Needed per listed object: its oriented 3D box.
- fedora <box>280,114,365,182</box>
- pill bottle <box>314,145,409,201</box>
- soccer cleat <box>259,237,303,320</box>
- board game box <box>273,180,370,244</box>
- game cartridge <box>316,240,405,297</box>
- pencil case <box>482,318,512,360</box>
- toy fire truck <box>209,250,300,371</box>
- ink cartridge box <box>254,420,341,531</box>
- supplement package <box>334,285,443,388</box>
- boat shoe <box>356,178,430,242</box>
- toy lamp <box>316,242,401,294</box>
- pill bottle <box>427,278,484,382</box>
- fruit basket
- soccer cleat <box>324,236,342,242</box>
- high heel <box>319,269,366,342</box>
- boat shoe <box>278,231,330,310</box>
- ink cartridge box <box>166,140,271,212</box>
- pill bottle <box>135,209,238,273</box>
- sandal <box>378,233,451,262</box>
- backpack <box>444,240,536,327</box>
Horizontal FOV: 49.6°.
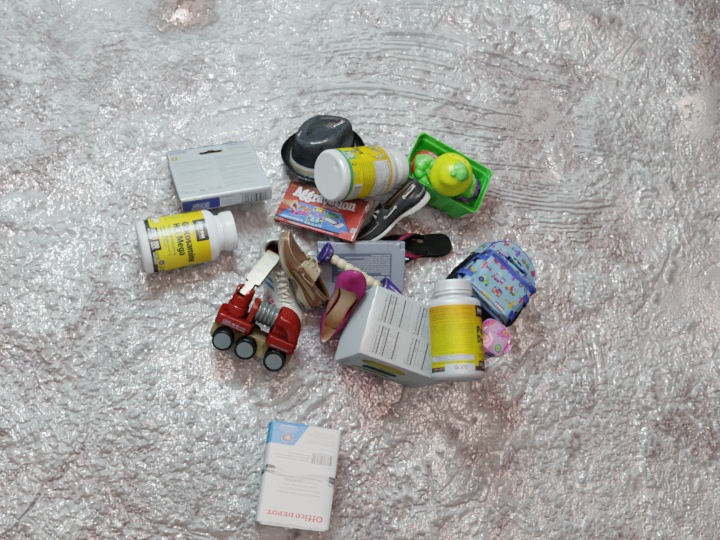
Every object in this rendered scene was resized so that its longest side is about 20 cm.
[{"bbox_3d":[-0.082,-0.292,1.771,0.200,0.092,0.201,2,55,-3],"label":"fedora"},{"bbox_3d":[0.008,-0.217,1.713,0.200,0.113,0.113,-12,77,-38],"label":"pill bottle"},{"bbox_3d":[-0.174,0.023,1.687,0.070,0.086,0.200,-17,79,-18],"label":"soccer cleat"},{"bbox_3d":[-0.087,-0.132,1.739,0.200,0.019,0.103,17,71,21],"label":"board game box"},{"bbox_3d":[0.000,0.000,1.737,0.200,0.041,0.133,0,96,-13],"label":"game cartridge"},{"bbox_3d":[0.252,0.166,1.690,0.087,0.200,0.088,5,72,-17],"label":"pencil case"},{"bbox_3d":[-0.197,0.078,1.622,0.176,0.129,0.200,23,107,-6],"label":"toy fire truck"},{"bbox_3d":[-0.128,0.418,1.586,0.146,0.086,0.200,11,73,-10],"label":"ink cartridge box"},{"bbox_3d":[0.076,0.147,1.665,0.200,0.152,0.151,22,71,-17],"label":"supplement package"},{"bbox_3d":[0.062,-0.131,1.763,0.200,0.074,0.060,-35,115,11],"label":"boat shoe"},{"bbox_3d":[0.000,0.013,1.694,0.200,0.058,0.058,30,69,-14],"label":"toy lamp"},{"bbox_3d":[0.192,0.122,1.573,0.109,0.109,0.200,1,78,-14],"label":"pill bottle"},{"bbox_3d":[0.202,-0.225,1.785,0.215,0.216,0.156,28,62,-5],"label":"fruit basket"},{"bbox_3d":[-0.055,-0.128,1.773,0.077,0.069,0.200,2,77,-10],"label":"soccer cleat"},{"bbox_3d":[-0.039,0.077,1.639,0.067,0.200,0.096,21,56,0],"label":"high heel"},{"bbox_3d":[-0.117,-0.004,1.647,0.072,0.200,0.076,-12,39,13],"label":"boat shoe"},{"bbox_3d":[-0.314,-0.209,1.717,0.196,0.043,0.200,-11,40,-16],"label":"ink cartridge box"},{"bbox_3d":[-0.367,-0.067,1.651,0.200,0.112,0.113,-13,78,-17],"label":"pill bottle"},{"bbox_3d":[0.122,-0.056,1.805,0.200,0.045,0.075,-10,77,-16],"label":"sandal"},{"bbox_3d":[0.320,0.019,1.787,0.200,0.135,0.183,-41,88,-23],"label":"backpack"}]
